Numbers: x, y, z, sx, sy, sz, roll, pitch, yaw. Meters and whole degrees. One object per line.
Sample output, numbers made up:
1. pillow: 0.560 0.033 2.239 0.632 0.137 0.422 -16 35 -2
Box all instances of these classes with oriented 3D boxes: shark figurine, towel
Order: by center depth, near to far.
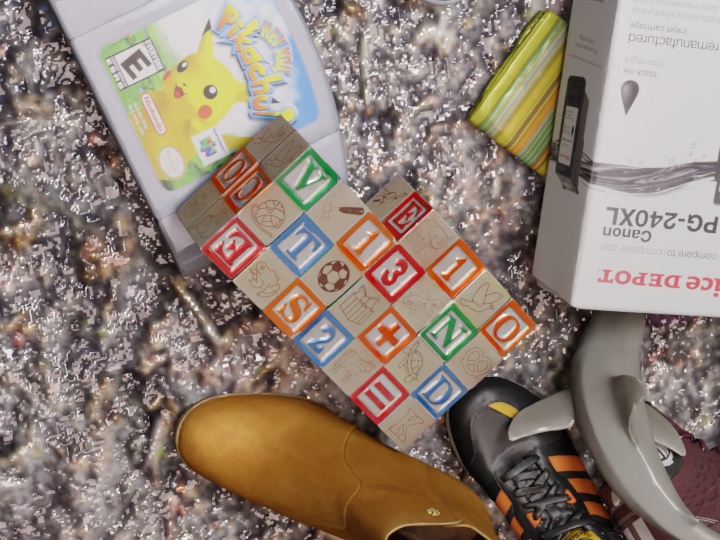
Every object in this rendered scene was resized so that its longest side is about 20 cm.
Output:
1. shark figurine: 0.181 0.106 1.072 0.128 0.090 0.215 -22 63 -23
2. towel: 0.166 -0.076 1.129 0.200 0.018 0.086 35 95 -19

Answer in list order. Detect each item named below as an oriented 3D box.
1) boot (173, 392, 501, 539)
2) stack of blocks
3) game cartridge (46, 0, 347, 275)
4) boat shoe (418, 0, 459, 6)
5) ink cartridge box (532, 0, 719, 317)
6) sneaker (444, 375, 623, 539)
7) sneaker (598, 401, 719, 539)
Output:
1. boot: -0.007 0.134 1.061 0.201 0.144 0.071 17 96 -17
2. stack of blocks: 0.000 0.000 1.055 0.115 0.059 0.200 -43 121 1
3. game cartridge: -0.090 -0.113 1.044 0.133 0.040 0.200 -29 108 -11
4. boat shoe: 0.058 -0.255 1.033 0.072 0.068 0.201 5 101 -15
5. ink cartridge box: 0.197 -0.074 1.082 0.145 0.083 0.201 4 103 -14
6. sneaker: 0.128 0.155 1.128 0.070 0.090 0.200 -33 108 -5
7. sneaker: 0.238 0.123 1.161 0.200 0.076 0.116 -24 68 -35
